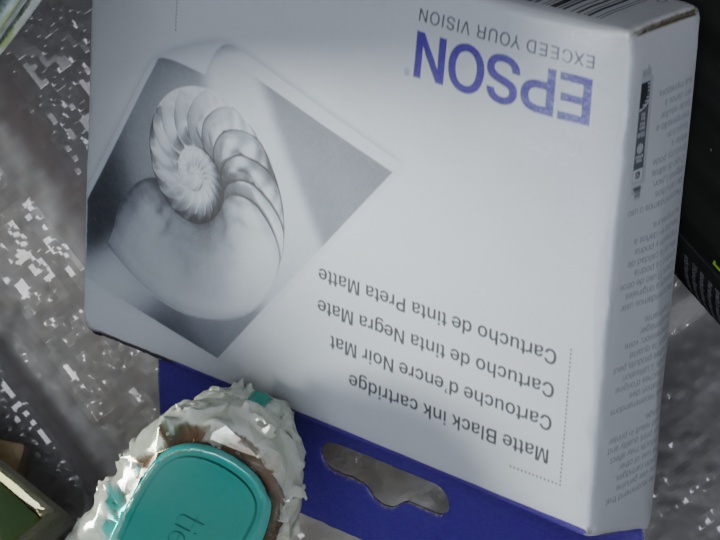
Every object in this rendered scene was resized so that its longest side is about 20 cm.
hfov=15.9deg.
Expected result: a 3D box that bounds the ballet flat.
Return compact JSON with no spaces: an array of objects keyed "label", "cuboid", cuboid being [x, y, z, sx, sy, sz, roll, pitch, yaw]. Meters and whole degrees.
[{"label":"ballet flat","cuboid":[-0.072,0.114,0.770,0.072,0.072,0.200,35,112,1]}]

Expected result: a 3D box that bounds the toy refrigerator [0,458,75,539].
[{"label":"toy refrigerator","cuboid":[-0.186,0.041,0.777,0.200,0.076,0.070,39,98,2]}]

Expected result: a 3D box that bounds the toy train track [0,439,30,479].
[{"label":"toy train track","cuboid":[-0.141,0.153,0.826,0.114,0.033,0.201,12,76,7]}]

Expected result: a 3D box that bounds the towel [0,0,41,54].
[{"label":"towel","cuboid":[-0.138,-0.106,0.728,0.048,0.200,0.172,39,82,-34]}]

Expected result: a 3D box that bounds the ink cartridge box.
[{"label":"ink cartridge box","cuboid":[0.000,0.000,0.751,0.199,0.041,0.201,19,118,36]}]

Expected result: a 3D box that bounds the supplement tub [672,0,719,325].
[{"label":"supplement tub","cuboid":[0.157,-0.010,0.706,0.123,0.122,0.200,-46,60,15]}]
